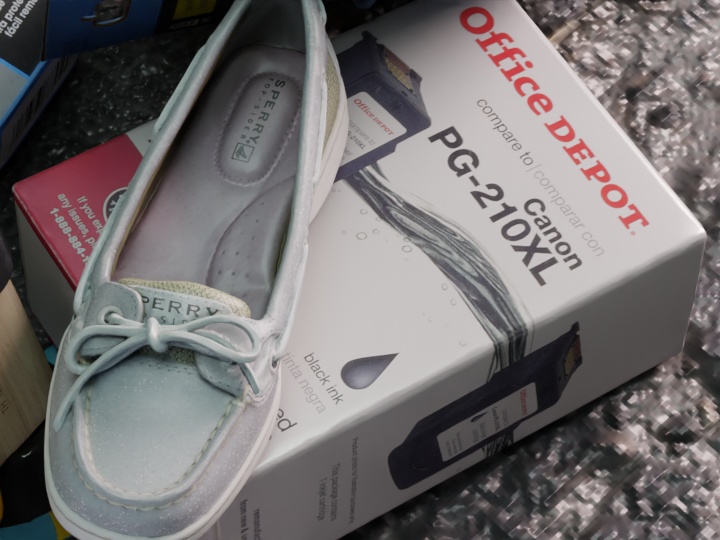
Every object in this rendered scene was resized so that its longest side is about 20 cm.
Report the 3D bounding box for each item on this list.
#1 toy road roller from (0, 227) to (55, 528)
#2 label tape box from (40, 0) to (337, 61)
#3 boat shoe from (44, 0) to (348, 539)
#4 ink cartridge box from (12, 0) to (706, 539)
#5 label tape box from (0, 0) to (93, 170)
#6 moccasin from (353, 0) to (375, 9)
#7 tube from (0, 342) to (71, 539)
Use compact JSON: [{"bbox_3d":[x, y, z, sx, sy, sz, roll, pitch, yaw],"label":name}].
[{"bbox_3d":[-0.200,0.039,0.845,0.200,0.123,0.146,18,52,33],"label":"toy road roller"},{"bbox_3d":[-0.018,-0.132,0.894,0.200,0.144,0.063,-11,86,-9],"label":"label tape box"},{"bbox_3d":[-0.051,-0.004,0.824,0.074,0.065,0.202,16,59,10],"label":"boat shoe"},{"bbox_3d":[0.000,0.000,0.911,0.200,0.084,0.145,-27,62,-18],"label":"ink cartridge box"},{"bbox_3d":[-0.222,-0.093,0.973,0.200,0.066,0.143,32,64,-2],"label":"label tape box"},{"bbox_3d":[-0.016,-0.136,1.008,0.200,0.080,0.068,-2,79,-7],"label":"moccasin"},{"bbox_3d":[-0.154,0.090,0.905,0.200,0.050,0.077,-30,69,-22],"label":"tube"}]
